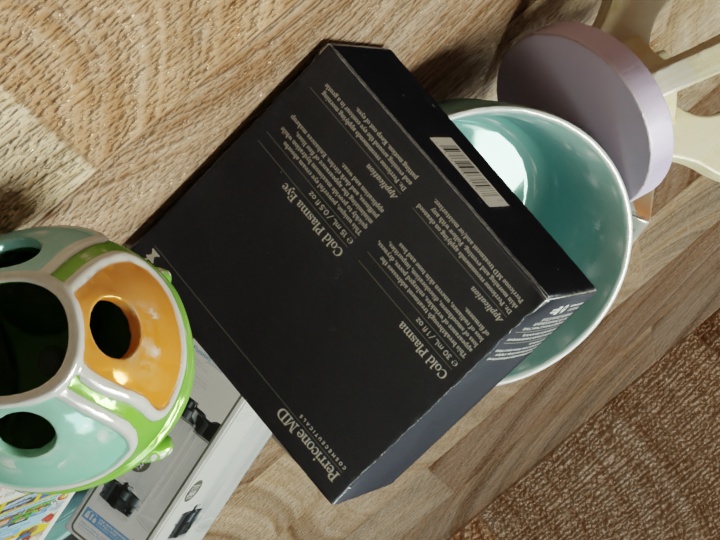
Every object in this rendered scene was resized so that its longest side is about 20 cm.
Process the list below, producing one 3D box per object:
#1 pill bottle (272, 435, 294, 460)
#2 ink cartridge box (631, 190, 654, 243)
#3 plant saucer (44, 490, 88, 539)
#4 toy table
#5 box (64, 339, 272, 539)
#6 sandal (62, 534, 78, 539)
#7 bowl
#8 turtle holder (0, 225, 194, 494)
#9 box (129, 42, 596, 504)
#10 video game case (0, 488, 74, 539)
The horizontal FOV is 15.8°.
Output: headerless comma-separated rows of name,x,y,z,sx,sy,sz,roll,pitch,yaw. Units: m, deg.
pill bottle,0.011,0.056,1.970,0.200,0.104,0.104,-37,167,-13
ink cartridge box,0.170,-0.052,1.966,0.162,0.050,0.200,-56,-170,39
plant saucer,-0.208,0.153,1.845,0.200,0.027,0.200,-39,168,-10
toy table,0.185,-0.121,1.724,0.117,0.185,0.200,-28,-161,-20
box,-0.111,0.113,1.814,0.200,0.060,0.117,-57,164,10
sandal,-0.161,0.172,1.976,0.200,0.043,0.076,-41,178,-12
bowl,0.071,-0.034,1.713,0.201,0.201,0.105,-42,-154,10
turtle holder,-0.182,0.038,1.326,0.132,0.185,0.142,43,65,-78
box,0.000,0.000,1.527,0.182,0.200,0.104,-43,168,17
video game case,-0.261,0.158,1.655,0.199,0.023,0.182,-20,157,-39
